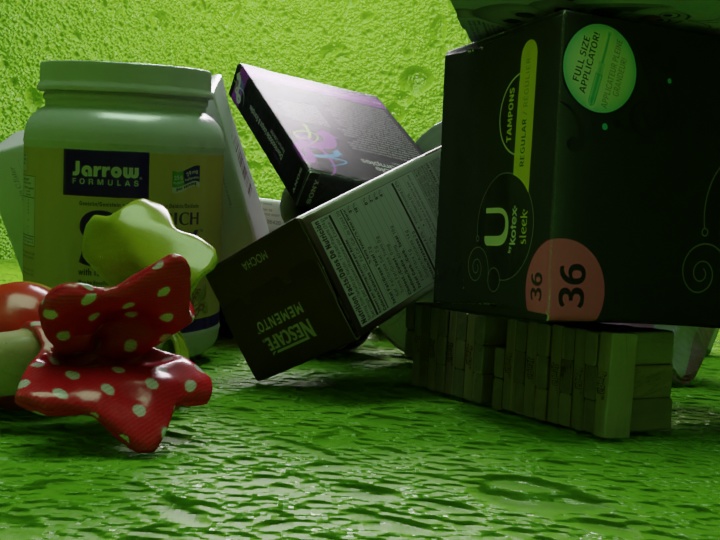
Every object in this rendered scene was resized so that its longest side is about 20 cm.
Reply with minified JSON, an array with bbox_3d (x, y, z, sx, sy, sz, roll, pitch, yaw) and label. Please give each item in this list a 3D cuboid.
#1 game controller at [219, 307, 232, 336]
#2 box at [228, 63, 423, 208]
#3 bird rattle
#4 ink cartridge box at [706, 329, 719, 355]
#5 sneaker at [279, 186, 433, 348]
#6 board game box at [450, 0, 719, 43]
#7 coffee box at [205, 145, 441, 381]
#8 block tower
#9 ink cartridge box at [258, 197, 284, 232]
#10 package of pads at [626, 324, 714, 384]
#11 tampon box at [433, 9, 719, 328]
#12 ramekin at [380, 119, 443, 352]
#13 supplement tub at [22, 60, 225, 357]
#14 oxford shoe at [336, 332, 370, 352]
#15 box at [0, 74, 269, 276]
[{"bbox_3d":[-0.166,0.036,1.001,0.197,0.043,0.104,4,2,15],"label":"game controller"},{"bbox_3d":[-0.017,-0.104,0.888,0.141,0.036,0.201,9,28,-29],"label":"box"},{"bbox_3d":[-0.145,0.042,0.529,0.160,0.115,0.200,-9,14,3],"label":"bird rattle"},{"bbox_3d":[0.243,0.008,1.069,0.145,0.085,0.199,25,-8,-31],"label":"ink cartridge box"},{"bbox_3d":[0.000,0.000,0.832,0.099,0.079,0.200,3,34,-49],"label":"sneaker"},{"bbox_3d":[0.159,-0.146,0.594,0.196,0.044,0.200,3,0,12],"label":"board game box"},{"bbox_3d":[0.012,-0.016,0.704,0.199,0.081,0.112,-30,4,-41],"label":"coffee box"},{"bbox_3d":[0.099,0.053,0.627,0.057,0.055,0.199,1,3,-27],"label":"block tower"},{"bbox_3d":[-0.114,-0.016,1.083,0.194,0.048,0.200,6,-21,-11],"label":"ink cartridge box"},{"bbox_3d":[0.211,0.016,0.859,0.075,0.122,0.200,27,-6,-15],"label":"package of pads"},{"bbox_3d":[0.157,-0.047,0.599,0.197,0.153,0.126,2,0,-24],"label":"tampon box"},{"bbox_3d":[0.098,-0.020,0.895,0.093,0.206,0.201,17,-6,-32],"label":"ramekin"},{"bbox_3d":[-0.170,-0.044,0.774,0.143,0.204,0.145,2,7,0],"label":"supplement tub"},{"bbox_3d":[-0.022,0.041,0.918,0.072,0.072,0.200,23,9,8],"label":"oxford shoe"},{"bbox_3d":[-0.193,-0.061,0.908,0.197,0.154,0.107,-14,18,2],"label":"box"}]
